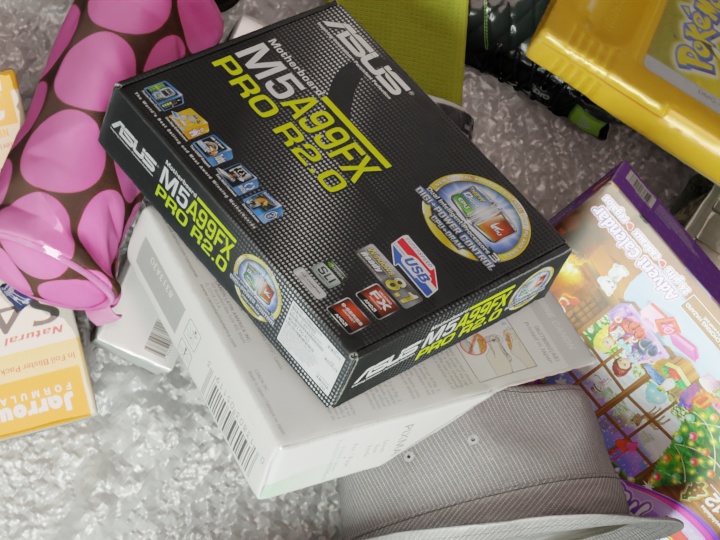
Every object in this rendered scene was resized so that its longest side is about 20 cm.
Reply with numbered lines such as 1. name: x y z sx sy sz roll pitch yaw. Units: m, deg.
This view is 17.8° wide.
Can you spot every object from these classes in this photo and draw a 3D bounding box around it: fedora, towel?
1. fedora: 0.067 0.113 1.235 0.199 0.177 0.091 -15 76 16
2. towel: 0.021 -0.176 1.298 0.086 0.201 0.018 9 40 8

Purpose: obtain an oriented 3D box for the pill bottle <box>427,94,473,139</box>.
1. pill bottle: 0.000 0.000 1.315 0.106 0.106 0.201 10 84 -9

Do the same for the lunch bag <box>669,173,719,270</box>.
1. lunch bag: 0.212 0.063 1.344 0.164 0.118 0.200 35 85 -1

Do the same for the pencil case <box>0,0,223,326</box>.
1. pencil case: -0.136 -0.075 1.248 0.094 0.091 0.201 34 64 -30

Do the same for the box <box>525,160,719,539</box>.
1. box: 0.156 0.058 1.269 0.137 0.039 0.200 -40 94 28

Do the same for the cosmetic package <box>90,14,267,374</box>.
1. cosmetic package: -0.093 -0.042 1.314 0.050 0.083 0.201 24 82 -5

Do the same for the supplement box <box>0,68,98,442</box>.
1. supplement box: -0.231 0.000 1.290 0.125 0.074 0.201 -15 90 -11

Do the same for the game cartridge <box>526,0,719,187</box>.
1. game cartridge: 0.206 -0.127 1.335 0.200 0.032 0.177 33 45 -6

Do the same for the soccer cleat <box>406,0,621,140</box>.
1. soccer cleat: 0.120 -0.124 1.360 0.199 0.068 0.081 7 71 -13

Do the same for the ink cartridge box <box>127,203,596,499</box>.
1. ink cartridge box: 0.000 0.021 1.204 0.199 0.050 0.161 -12 57 -33

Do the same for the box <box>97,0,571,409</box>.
1. box: -0.014 -0.040 1.189 0.160 0.044 0.200 -25 64 -36

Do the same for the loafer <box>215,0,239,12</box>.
1. loafer: -0.101 -0.250 1.329 0.073 0.071 0.201 -16 90 -11
